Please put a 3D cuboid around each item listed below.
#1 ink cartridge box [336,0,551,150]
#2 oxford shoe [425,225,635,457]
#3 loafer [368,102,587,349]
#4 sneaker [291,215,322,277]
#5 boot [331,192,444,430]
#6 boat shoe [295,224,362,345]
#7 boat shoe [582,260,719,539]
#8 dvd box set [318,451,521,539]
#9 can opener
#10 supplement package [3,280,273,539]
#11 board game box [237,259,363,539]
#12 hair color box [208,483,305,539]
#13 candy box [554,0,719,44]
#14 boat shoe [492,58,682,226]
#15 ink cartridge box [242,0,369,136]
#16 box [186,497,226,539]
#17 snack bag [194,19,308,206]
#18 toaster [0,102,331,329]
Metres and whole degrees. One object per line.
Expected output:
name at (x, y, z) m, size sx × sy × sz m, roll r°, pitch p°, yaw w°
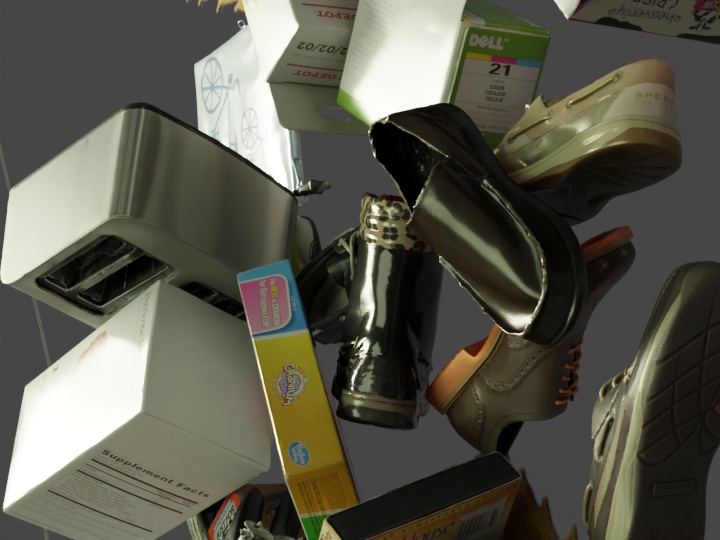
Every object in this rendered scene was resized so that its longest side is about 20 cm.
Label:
ink cartridge box at (0.065, -0.185, 1.114) m, size 0.148 × 0.075 × 0.201 m, roll 41°, pitch 122°, yaw 55°
oxford shoe at (0.121, 0.047, 1.027) m, size 0.073 × 0.071 × 0.200 m, roll 51°, pitch 135°, yaw 14°
loafer at (0.061, -0.027, 0.972) m, size 0.200 × 0.071 × 0.073 m, roll 53°, pitch 130°, yaw 41°
sneaker at (-0.093, 0.027, 1.379) m, size 0.200 × 0.076 × 0.076 m, roll -54°, pitch 42°, yaw 42°
boot at (0.022, 0.024, 1.130) m, size 0.200 × 0.073 × 0.152 m, roll -40°, pitch -42°, yaw -85°
boat shoe at (0.000, 0.000, 1.230) m, size 0.200 × 0.060 × 0.074 m, roll -39°, pitch 54°, yaw 53°
boat shoe at (0.162, 0.085, 0.923) m, size 0.073 × 0.074 × 0.201 m, roll 37°, pitch 119°, yaw 55°
dvd box set at (0.021, 0.218, 1.066) m, size 0.029 × 0.146 × 0.201 m, roll 44°, pitch 136°, yaw 35°
can opener at (-0.069, 0.191, 1.125) m, size 0.200 × 0.063 × 0.079 m, roll -107°, pitch 31°, yaw -75°
supplement package at (-0.169, 0.119, 1.262) m, size 0.200 × 0.119 × 0.122 m, roll -35°, pitch 39°, yaw 38°
board game box at (-0.034, 0.114, 1.124) m, size 0.201 × 0.040 × 0.154 m, roll -108°, pitch 2°, yaw -48°
hair color box at (-0.030, 0.256, 1.216) m, size 0.064 × 0.110 × 0.201 m, roll -61°, pitch 39°, yaw 36°
candy box at (0.140, -0.213, 0.920) m, size 0.061 × 0.136 × 0.201 m, roll -62°, pitch 38°, yaw 36°
boat shoe at (0.126, -0.074, 1.010) m, size 0.200 × 0.072 × 0.065 m, roll -25°, pitch 54°, yaw 58°
ink cartridge box at (-0.023, -0.201, 1.231) m, size 0.068 × 0.114 × 0.201 m, roll -52°, pitch 46°, yaw 46°
box at (-0.126, 0.199, 1.400) m, size 0.161 × 0.044 × 0.201 m, roll 91°, pitch 161°, yaw -49°
snack bag at (-0.098, -0.128, 1.454) m, size 0.200 × 0.021 × 0.190 m, roll -24°, pitch 68°, yaw 58°
toaster at (-0.157, -0.026, 1.282) m, size 0.199 × 0.180 × 0.119 m, roll -28°, pitch 46°, yaw 37°
